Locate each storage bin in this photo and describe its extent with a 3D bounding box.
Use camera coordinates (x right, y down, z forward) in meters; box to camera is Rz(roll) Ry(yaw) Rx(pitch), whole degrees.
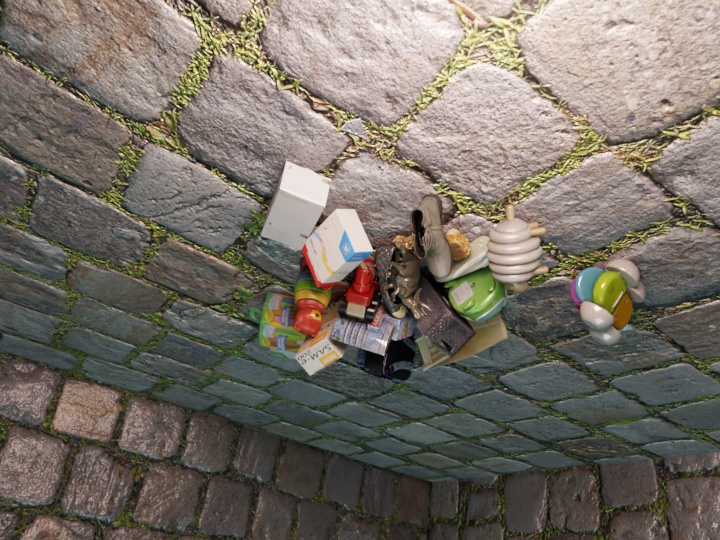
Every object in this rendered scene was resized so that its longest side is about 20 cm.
[{"bbox_3d":[0.199,0.113,1.413,0.094,0.201,0.134,-45,129,11],"label":"storage bin"},{"bbox_3d":[0.296,0.200,1.571,0.195,0.096,0.199,-9,160,-31],"label":"storage bin"}]

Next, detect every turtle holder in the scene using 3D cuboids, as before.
[{"bbox_3d":[0.316,0.043,1.370,0.139,0.188,0.131,23,168,48],"label":"turtle holder"}]

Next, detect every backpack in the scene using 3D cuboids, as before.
[{"bbox_3d":[0.095,0.264,1.739,0.131,0.188,0.199,-2,161,33],"label":"backpack"}]

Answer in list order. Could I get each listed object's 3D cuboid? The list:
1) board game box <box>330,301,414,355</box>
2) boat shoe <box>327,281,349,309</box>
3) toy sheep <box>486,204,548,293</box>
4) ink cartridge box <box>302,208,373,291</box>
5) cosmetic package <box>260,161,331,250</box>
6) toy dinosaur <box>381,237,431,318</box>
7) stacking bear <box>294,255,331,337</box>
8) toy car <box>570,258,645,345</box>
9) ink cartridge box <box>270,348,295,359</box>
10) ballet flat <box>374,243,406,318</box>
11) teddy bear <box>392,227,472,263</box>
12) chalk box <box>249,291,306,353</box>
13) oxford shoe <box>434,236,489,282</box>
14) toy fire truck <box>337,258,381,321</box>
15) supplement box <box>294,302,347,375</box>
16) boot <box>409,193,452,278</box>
[{"bbox_3d":[0.042,0.140,1.414,0.194,0.200,0.063,15,112,9],"label":"board game box"},{"bbox_3d":[-0.102,0.083,1.582,0.195,0.074,0.076,-12,144,31],"label":"boat shoe"},{"bbox_3d":[0.345,-0.047,1.197,0.134,0.138,0.206,-5,104,21],"label":"toy sheep"},{"bbox_3d":[-0.070,-0.042,1.282,0.066,0.119,0.199,-6,154,-46],"label":"ink cartridge box"},{"bbox_3d":[-0.150,-0.142,1.217,0.110,0.083,0.201,18,149,-12],"label":"cosmetic package"},{"bbox_3d":[0.110,0.015,1.311,0.100,0.207,0.077,-10,-166,-24],"label":"toy dinosaur"},{"bbox_3d":[-0.130,0.076,1.449,0.120,0.205,0.112,30,144,-33],"label":"stacking bear"},{"bbox_3d":[0.593,0.065,1.320,0.149,0.177,0.200,31,172,46],"label":"toy car"},{"bbox_3d":[-0.236,0.227,1.841,0.140,0.086,0.202,10,148,-3],"label":"ink cartridge box"},{"bbox_3d":[0.082,0.032,1.356,0.056,0.066,0.205,4,118,45],"label":"ballet flat"},{"bbox_3d":[0.173,-0.064,1.294,0.144,0.068,0.198,38,146,-25],"label":"teddy bear"},{"bbox_3d":[-0.254,0.161,1.676,0.193,0.126,0.127,10,136,-4],"label":"chalk box"},{"bbox_3d":[0.259,-0.018,1.325,0.057,0.077,0.199,24,142,-29],"label":"oxford shoe"},{"bbox_3d":[0.000,0.000,1.371,0.125,0.176,0.206,13,111,8],"label":"toy fire truck"},{"bbox_3d":[-0.090,0.182,1.491,0.125,0.201,0.074,-34,105,26],"label":"supplement box"},{"bbox_3d":[0.145,-0.055,1.162,0.066,0.131,0.205,-2,115,26],"label":"boot"}]
